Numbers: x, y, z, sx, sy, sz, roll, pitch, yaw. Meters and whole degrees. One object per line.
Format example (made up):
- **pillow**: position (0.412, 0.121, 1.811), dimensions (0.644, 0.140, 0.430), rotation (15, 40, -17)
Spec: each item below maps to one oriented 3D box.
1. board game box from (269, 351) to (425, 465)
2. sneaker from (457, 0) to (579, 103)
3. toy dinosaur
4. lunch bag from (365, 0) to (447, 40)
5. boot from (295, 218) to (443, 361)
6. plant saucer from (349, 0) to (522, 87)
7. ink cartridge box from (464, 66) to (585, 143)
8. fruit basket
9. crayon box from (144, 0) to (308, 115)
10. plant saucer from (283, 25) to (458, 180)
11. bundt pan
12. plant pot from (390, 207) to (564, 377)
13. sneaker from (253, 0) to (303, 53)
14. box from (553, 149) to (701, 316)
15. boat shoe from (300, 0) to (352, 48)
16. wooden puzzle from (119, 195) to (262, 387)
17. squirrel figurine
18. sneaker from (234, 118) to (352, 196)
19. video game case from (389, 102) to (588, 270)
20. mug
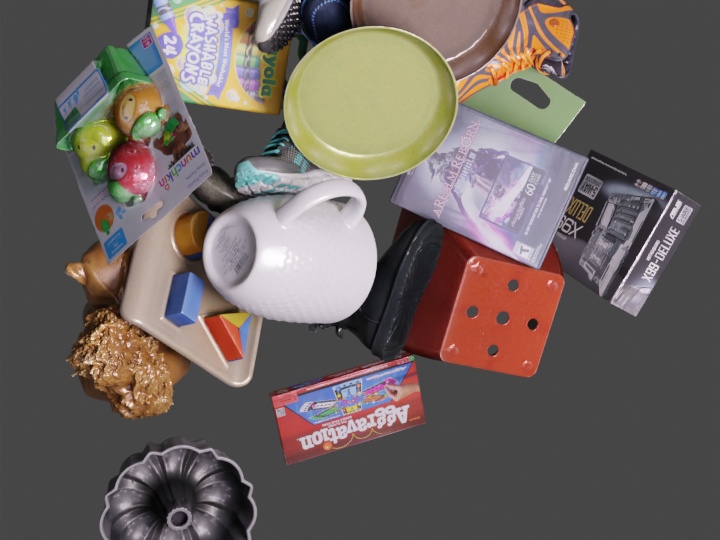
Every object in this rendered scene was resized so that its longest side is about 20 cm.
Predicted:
- **board game box**: position (-0.015, 0.183, 1.649), dimensions (0.198, 0.019, 0.104), rotation (-16, 111, -11)
- **sneaker**: position (0.190, -0.258, 1.509), dimensions (0.112, 0.078, 0.200), rotation (40, 85, 18)
- **toy dinosaur**: position (-0.169, -0.097, 1.473), dimensions (0.077, 0.102, 0.200), rotation (-47, 112, 2)
- **lunch bag**: position (0.085, -0.354, 1.463), dimensions (0.199, 0.127, 0.170), rotation (34, 97, -37)
- **boot**: position (0.001, -0.001, 1.517), dimensions (0.073, 0.162, 0.200), rotation (-14, 129, -56)
- **plant saucer**: position (0.083, -0.305, 1.388), dimensions (0.198, 0.032, 0.202), rotation (-6, 120, -11)
- **ink cartridge box**: position (0.160, -0.167, 1.529), dimensions (0.201, 0.145, 0.048), rotation (-54, 151, 6)
- **fruit basket**: position (-0.261, -0.139, 1.368), dimensions (0.185, 0.201, 0.093), rotation (-36, 152, 29)
- **crayon box**: position (-0.155, -0.257, 1.455), dimensions (0.198, 0.052, 0.127), rotation (5, 105, -18)
- **plant saucer**: position (0.011, -0.194, 1.407), dimensions (0.198, 0.031, 0.201), rotation (-3, 130, -4)
- **bundt pan**: position (-0.237, 0.303, 1.588), dimensions (0.200, 0.076, 0.204), rotation (-5, 107, -15)
- **plant pot**: position (0.147, 0.032, 1.566), dimensions (0.198, 0.176, 0.202), rotation (12, 102, -19)
- **sneaker**: position (-0.101, -0.342, 1.412), dimensions (0.093, 0.070, 0.201), rotation (18, 74, 5)
- **box**: position (0.322, -0.052, 1.579), dimensions (0.050, 0.200, 0.159), rotation (25, 99, -28)
- **boat shoe**: position (-0.002, -0.250, 1.449), dimensions (0.084, 0.069, 0.200), rotation (-32, 142, 9)
- **wooden puzzle**: position (-0.179, 0.015, 1.451), dimensions (0.200, 0.046, 0.187), rotation (36, 51, -40)
- **squirrel figurine**: position (-0.274, 0.064, 1.438), dimensions (0.140, 0.200, 0.188), rotation (-10, 118, -8)
- **sneaker**: position (-0.087, -0.136, 1.464), dimensions (0.077, 0.200, 0.092), rotation (-11, 89, 29)
- **video game case**: position (0.152, -0.107, 1.475), dimensions (0.199, 0.019, 0.144), rotation (25, 93, 11)
- **mug**: position (-0.074, -0.032, 1.415), dimensions (0.200, 0.148, 0.175), rotation (-45, 151, 27)
